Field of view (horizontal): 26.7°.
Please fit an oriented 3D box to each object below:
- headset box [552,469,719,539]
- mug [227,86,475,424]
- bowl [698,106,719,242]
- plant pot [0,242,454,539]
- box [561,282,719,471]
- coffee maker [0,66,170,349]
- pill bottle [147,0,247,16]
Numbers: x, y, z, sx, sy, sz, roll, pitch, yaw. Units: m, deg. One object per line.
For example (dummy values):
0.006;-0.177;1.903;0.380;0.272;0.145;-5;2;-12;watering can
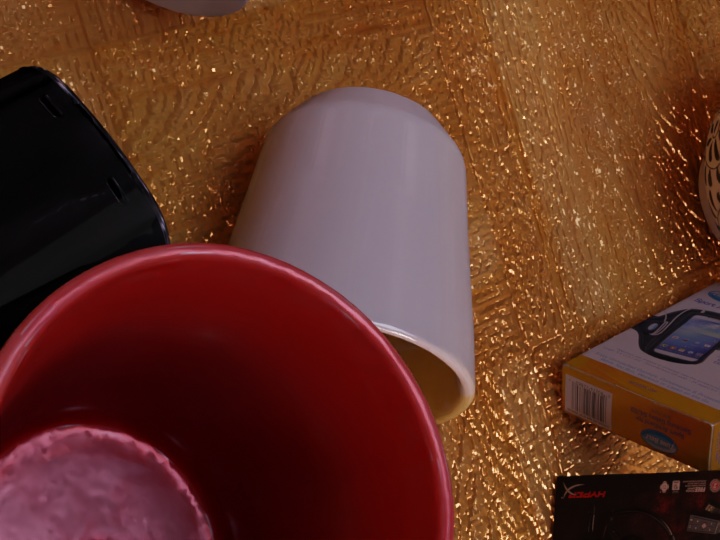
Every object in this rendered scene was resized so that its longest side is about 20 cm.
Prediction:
0.187;0.228;0.921;0.077;0.148;0.203;17;73;-35;headset box
-0.007;-0.004;0.833;0.147;0.187;0.155;10;64;-4;mug
0.307;-0.062;1.096;0.199;0.094;0.204;12;70;-37;bowl
-0.088;0.110;0.627;0.198;0.177;0.203;11;66;-26;plant pot
0.240;0.063;1.008;0.199;0.118;0.042;-20;119;-39;box
-0.181;0.009;0.630;0.199;0.191;0.136;-34;103;-37;coffee maker
-0.072;-0.243;0.813;0.110;0.110;0.202;28;66;-32;pill bottle
